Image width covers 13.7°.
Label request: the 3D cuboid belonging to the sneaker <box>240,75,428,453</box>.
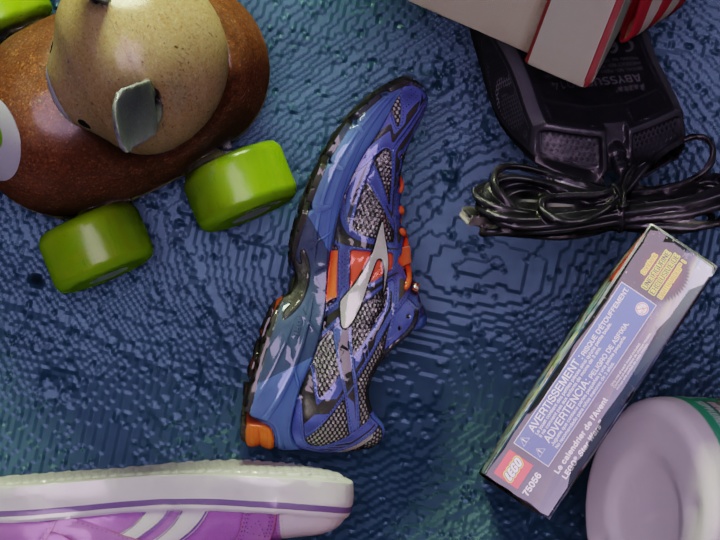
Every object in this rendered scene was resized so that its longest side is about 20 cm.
[{"bbox_3d":[0.000,0.000,1.511,0.078,0.075,0.201,17,95,-6],"label":"sneaker"}]

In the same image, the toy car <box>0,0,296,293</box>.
[{"bbox_3d":[-0.124,-0.094,1.450,0.157,0.200,0.165,-23,85,0],"label":"toy car"}]

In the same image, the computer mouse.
[{"bbox_3d":[0.101,-0.085,1.485,0.138,0.053,0.200,-3,51,-13],"label":"computer mouse"}]

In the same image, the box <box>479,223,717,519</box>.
[{"bbox_3d":[0.109,0.051,1.432,0.040,0.200,0.137,34,87,3],"label":"box"}]

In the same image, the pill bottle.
[{"bbox_3d":[0.218,0.118,1.435,0.199,0.113,0.114,3,86,-29],"label":"pill bottle"}]

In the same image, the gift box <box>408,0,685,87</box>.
[{"bbox_3d":[0.099,-0.229,1.445,0.186,0.185,0.200,25,47,6],"label":"gift box"}]

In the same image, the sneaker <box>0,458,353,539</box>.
[{"bbox_3d":[-0.097,0.154,1.502,0.200,0.073,0.115,-5,90,12],"label":"sneaker"}]
